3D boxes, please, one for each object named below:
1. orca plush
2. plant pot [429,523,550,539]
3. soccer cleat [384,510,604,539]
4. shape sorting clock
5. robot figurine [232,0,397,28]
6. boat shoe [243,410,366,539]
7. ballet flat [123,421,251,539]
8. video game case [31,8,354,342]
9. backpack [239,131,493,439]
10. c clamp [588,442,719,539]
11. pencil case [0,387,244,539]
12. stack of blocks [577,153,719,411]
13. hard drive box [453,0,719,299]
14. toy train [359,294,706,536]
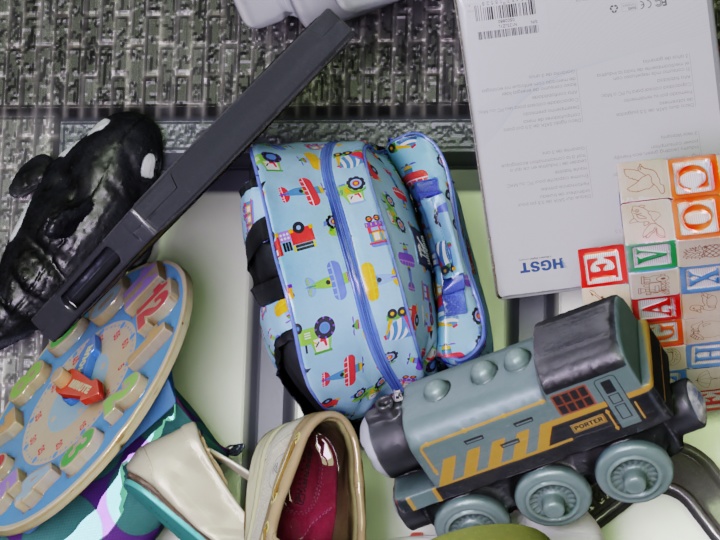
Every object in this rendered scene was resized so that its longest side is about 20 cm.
[{"bbox_3d":[-0.204,-0.026,1.745,0.200,0.071,0.105,-38,76,-1],"label":"orca plush"},{"bbox_3d":[0.081,0.251,1.513,0.186,0.187,0.201,-15,59,4],"label":"plant pot"},{"bbox_3d":[0.052,0.193,1.643,0.199,0.078,0.069,-21,117,13],"label":"soccer cleat"},{"bbox_3d":[-0.173,0.075,1.669,0.039,0.200,0.200,43,85,-24],"label":"shape sorting clock"},{"bbox_3d":[0.005,-0.226,1.739,0.199,0.113,0.170,-21,46,4],"label":"robot figurine"},{"bbox_3d":[-0.033,0.174,1.566,0.074,0.066,0.201,10,63,-24],"label":"boat shoe"},{"bbox_3d":[-0.056,0.172,1.629,0.069,0.069,0.200,-42,95,-3],"label":"ballet flat"},{"bbox_3d":[-0.103,-0.057,1.647,0.026,0.181,0.200,44,57,-3],"label":"video game case"},{"bbox_3d":[0.000,0.000,1.646,0.134,0.200,0.183,-14,75,4],"label":"backpack"},{"bbox_3d":[0.181,0.196,1.667,0.200,0.027,0.171,-31,75,1],"label":"c clamp"},{"bbox_3d":[-0.168,0.157,1.689,0.085,0.092,0.200,40,84,3],"label":"pencil case"},{"bbox_3d":[0.188,0.012,1.613,0.115,0.200,0.059,-6,57,5],"label":"stack of blocks"},{"bbox_3d":[0.146,-0.095,1.667,0.155,0.077,0.201,-7,105,6],"label":"hard drive box"},{"bbox_3d":[0.098,0.090,1.587,0.199,0.114,0.085,-20,35,20],"label":"toy train"}]
